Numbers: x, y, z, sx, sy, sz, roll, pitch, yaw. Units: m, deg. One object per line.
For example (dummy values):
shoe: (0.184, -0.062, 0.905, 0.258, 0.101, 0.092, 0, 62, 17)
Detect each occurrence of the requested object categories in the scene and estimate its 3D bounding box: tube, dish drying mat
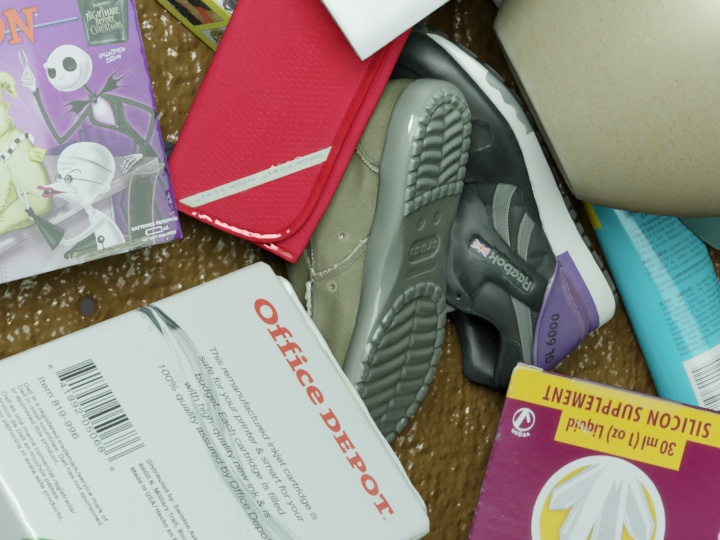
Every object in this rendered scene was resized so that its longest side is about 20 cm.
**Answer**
tube: (0.161, -0.002, 1.139, 0.077, 0.050, 0.201, -29, 102, -43)
dish drying mat: (-0.019, -0.106, 0.949, 0.076, 0.018, 0.201, 24, 102, -6)

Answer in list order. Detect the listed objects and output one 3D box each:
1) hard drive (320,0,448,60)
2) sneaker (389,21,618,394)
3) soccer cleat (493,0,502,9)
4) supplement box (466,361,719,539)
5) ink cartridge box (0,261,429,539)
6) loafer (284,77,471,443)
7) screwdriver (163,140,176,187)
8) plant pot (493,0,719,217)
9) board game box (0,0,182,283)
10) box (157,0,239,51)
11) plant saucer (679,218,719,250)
hard drive: (0.045, -0.202, 0.908, 0.199, 0.027, 0.132, -35, 101, 2)
sneaker: (0.050, -0.025, 1.047, 0.087, 0.076, 0.201, -42, 115, -19)
soccer cleat: (0.131, -0.212, 1.093, 0.069, 0.077, 0.201, 44, 69, -26)
supplement box: (0.119, 0.162, 1.040, 0.103, 0.130, 0.202, 36, 68, -65)
ink cartridge box: (-0.085, 0.097, 0.896, 0.199, 0.083, 0.147, -21, 75, -49)
loafer: (0.000, 0.000, 1.015, 0.075, 0.069, 0.202, -8, 116, -55)
screwdriver: (-0.056, -0.056, 1.014, 0.199, 0.029, 0.028, -15, 99, -41)
plant pot: (0.142, -0.104, 1.011, 0.134, 0.200, 0.201, -27, 109, 5)
board game box: (-0.181, -0.049, 0.904, 0.199, 0.032, 0.121, -15, 95, -22)
box: (-0.080, -0.166, 0.973, 0.200, 0.050, 0.076, 39, 71, -27)
plant saucer: (0.222, -0.106, 1.160, 0.199, 0.036, 0.202, 7, 79, -37)
